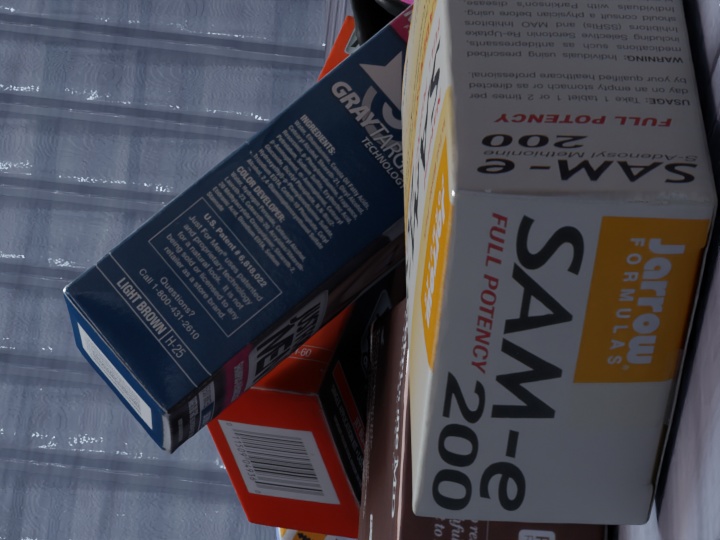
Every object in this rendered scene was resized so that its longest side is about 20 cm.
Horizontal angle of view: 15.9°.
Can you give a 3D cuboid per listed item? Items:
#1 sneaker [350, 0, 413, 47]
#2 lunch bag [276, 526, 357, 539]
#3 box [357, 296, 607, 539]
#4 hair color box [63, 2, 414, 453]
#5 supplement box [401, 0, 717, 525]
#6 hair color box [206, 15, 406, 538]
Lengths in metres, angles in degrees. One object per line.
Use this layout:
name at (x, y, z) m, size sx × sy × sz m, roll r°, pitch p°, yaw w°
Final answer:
sneaker at (0.037, -0.139, 1.000) m, size 0.200 × 0.076 × 0.084 m, roll 109°, pitch 174°, yaw -68°
lunch bag at (0.007, 0.077, 1.172) m, size 0.161 × 0.075 × 0.201 m, roll 70°, pitch -164°, yaw -52°
box at (0.040, 0.064, 0.907) m, size 0.200 × 0.074 × 0.101 m, roll 137°, pitch 137°, yaw -83°
hair color box at (-0.012, -0.024, 0.942) m, size 0.061 × 0.200 × 0.100 m, roll 49°, pitch 170°, yaw 6°
supplement box at (0.052, -0.039, 0.771) m, size 0.201 × 0.073 × 0.127 m, roll -91°, pitch 5°, yaw -48°
hair color box at (0.000, 0.000, 1.069) m, size 0.102 × 0.061 × 0.201 m, roll 70°, pitch -147°, yaw -47°
